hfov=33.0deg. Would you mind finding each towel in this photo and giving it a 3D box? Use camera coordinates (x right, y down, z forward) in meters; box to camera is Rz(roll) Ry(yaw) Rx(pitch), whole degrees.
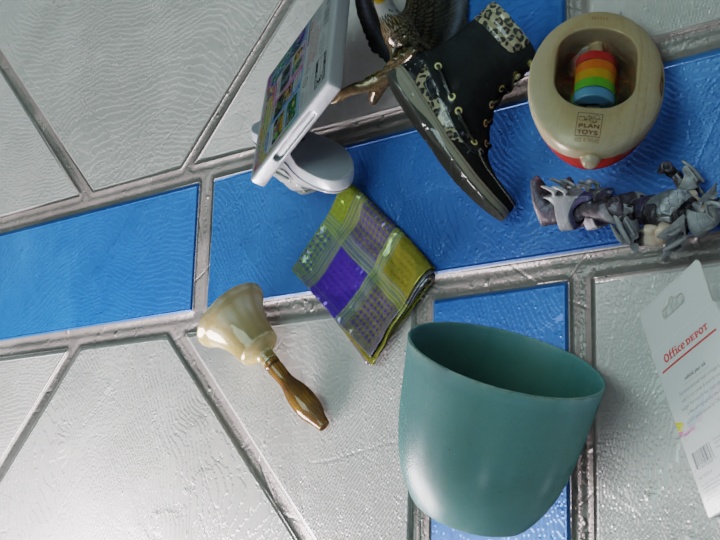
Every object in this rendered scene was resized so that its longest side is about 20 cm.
[{"bbox_3d":[0.000,0.000,1.456,0.144,0.023,0.200,-55,50,19],"label":"towel"}]

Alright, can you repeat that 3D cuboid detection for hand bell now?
[{"bbox_3d":[-0.104,0.119,1.495,0.200,0.104,0.105,46,110,26],"label":"hand bell"}]

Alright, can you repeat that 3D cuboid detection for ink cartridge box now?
[{"bbox_3d":[0.328,0.101,1.074,0.117,0.066,0.203,123,138,-57],"label":"ink cartridge box"}]

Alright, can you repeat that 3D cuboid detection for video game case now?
[{"bbox_3d":[-0.071,-0.227,1.469,0.182,0.023,0.202,-47,27,39],"label":"video game case"}]

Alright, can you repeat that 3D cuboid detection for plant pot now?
[{"bbox_3d":[0.126,0.161,1.196,0.199,0.199,0.164,25,109,42],"label":"plant pot"}]

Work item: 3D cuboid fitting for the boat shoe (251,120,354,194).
[{"bbox_3d":[-0.069,-0.131,1.526,0.200,0.073,0.066,41,144,49],"label":"boat shoe"}]

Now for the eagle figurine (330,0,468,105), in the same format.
[{"bbox_3d":[0.051,-0.290,1.431,0.149,0.152,0.202,7,46,4],"label":"eagle figurine"}]

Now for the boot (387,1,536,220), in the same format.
[{"bbox_3d":[0.142,-0.175,1.324,0.153,0.073,0.205,-37,89,-4],"label":"boot"}]

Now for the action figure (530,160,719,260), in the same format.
[{"bbox_3d":[0.263,-0.061,1.172,0.198,0.129,0.071,7,112,47],"label":"action figure"}]

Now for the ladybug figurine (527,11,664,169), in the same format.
[{"bbox_3d":[0.234,-0.173,1.217,0.133,0.072,0.202,7,53,13],"label":"ladybug figurine"}]
